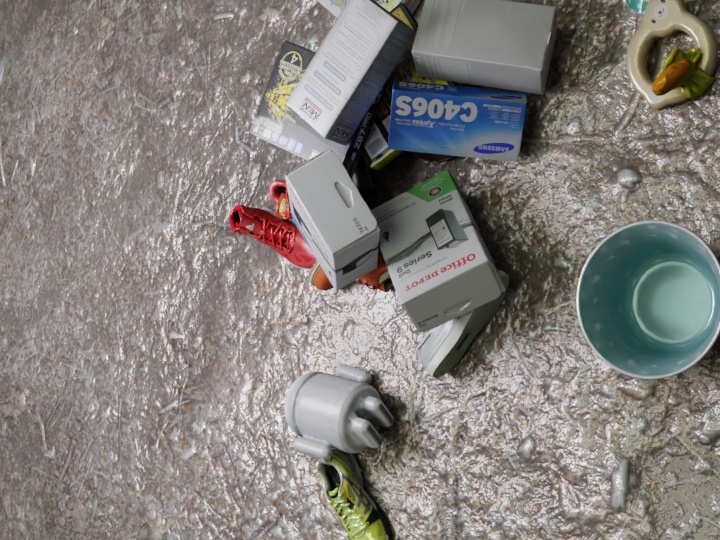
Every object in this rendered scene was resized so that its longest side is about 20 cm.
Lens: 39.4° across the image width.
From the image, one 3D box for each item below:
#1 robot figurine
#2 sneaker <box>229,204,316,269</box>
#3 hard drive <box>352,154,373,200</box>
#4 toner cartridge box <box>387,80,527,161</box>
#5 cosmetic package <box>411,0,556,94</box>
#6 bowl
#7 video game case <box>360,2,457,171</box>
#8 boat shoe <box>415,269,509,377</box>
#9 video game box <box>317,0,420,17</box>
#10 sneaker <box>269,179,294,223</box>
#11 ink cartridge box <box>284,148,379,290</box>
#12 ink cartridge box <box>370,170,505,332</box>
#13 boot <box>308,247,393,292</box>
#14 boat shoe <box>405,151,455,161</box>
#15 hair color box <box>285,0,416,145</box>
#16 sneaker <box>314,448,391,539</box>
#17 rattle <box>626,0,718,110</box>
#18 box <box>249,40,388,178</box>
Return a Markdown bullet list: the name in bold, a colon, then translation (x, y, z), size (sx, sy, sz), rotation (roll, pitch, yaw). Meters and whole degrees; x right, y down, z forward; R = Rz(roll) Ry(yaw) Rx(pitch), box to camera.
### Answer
- **robot figurine**: translation (-0.044, 0.229, 1.639), size (0.198, 0.113, 0.170), rotation (9, 53, 37)
- **sneaker**: translation (-0.154, -0.057, 1.747), size (0.199, 0.115, 0.079), rotation (23, 100, 37)
- **hard drive**: translation (-0.037, -0.199, 1.682), size (0.140, 0.032, 0.203), rotation (138, 122, -62)
- **toner cartridge box**: translation (0.142, -0.221, 1.490), size (0.197, 0.043, 0.096), rotation (5, 121, 2)
- **cosmetic package**: translation (0.184, -0.334, 1.475), size (0.197, 0.090, 0.108), rotation (14, 77, 13)
- **bowl**: translation (0.396, 0.040, 1.318), size (0.199, 0.104, 0.204), rotation (-4, 84, 38)
- **video game case**: translation (0.045, -0.288, 1.576), size (0.180, 0.025, 0.201), rotation (-37, 66, 18)
- **boat shoe**: translation (0.147, 0.069, 1.531), size (0.072, 0.070, 0.202), rotation (46, 114, 29)
- **video game box**: translation (0.023, -0.494, 1.692), size (0.200, 0.047, 0.183), rotation (45, 115, 31)
- **sneaker**: translation (-0.102, -0.096, 1.702), size (0.200, 0.084, 0.078), rotation (48, 129, 51)
- **ink cartridge box**: translation (-0.041, -0.072, 1.520), size (0.083, 0.200, 0.146), rotation (-29, 77, -8)
- **ink cartridge box**: translation (0.111, -0.030, 1.494), size (0.145, 0.084, 0.201), rotation (-27, 47, 8)
- **boot**: translation (0.000, 0.000, 1.653), size (0.199, 0.075, 0.108), rotation (-32, 73, 30)
- **boat shoe**: translation (0.075, -0.222, 1.609), size (0.198, 0.073, 0.077), rotation (15, 94, 38)
- **hair color box**: translation (-0.015, -0.301, 1.499), size (0.099, 0.060, 0.201), rotation (43, 107, 29)
- **sneaker**: translation (-0.020, 0.385, 1.631), size (0.075, 0.076, 0.201), rotation (-42, 64, 25)
- **rattle**: translation (0.385, -0.322, 1.341), size (0.130, 0.141, 0.203), rotation (-21, 79, 53)
- **box**: translation (-0.069, -0.257, 1.593), size (0.199, 0.049, 0.163), rotation (29, 103, 31)
